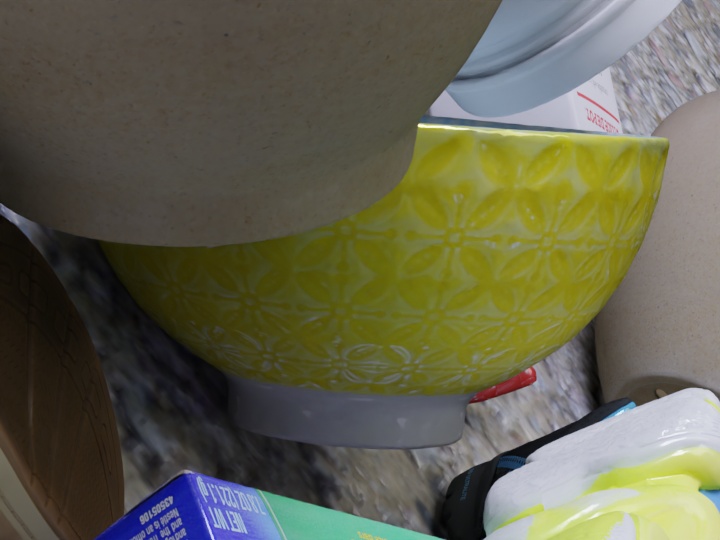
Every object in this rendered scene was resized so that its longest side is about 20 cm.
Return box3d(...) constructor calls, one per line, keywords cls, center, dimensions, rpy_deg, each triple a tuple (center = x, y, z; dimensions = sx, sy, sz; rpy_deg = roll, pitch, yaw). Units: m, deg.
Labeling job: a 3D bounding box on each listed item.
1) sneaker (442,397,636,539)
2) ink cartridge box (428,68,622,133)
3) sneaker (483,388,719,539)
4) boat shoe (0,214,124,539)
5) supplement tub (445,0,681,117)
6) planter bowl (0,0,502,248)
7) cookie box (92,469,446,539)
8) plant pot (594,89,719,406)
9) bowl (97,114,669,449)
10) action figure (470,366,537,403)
box3d(cls="sneaker", center=(0.068, 0.112, 0.780), dimensions=(0.073, 0.082, 0.200), rpy_deg=(45, 24, -21))
box3d(cls="ink cartridge box", center=(0.070, -0.100, 1.027), dimensions=(0.115, 0.068, 0.200), rpy_deg=(12, 66, -72))
box3d(cls="sneaker", center=(0.080, 0.106, 0.649), dimensions=(0.105, 0.076, 0.200), rpy_deg=(64, 24, -5))
box3d(cls="boat shoe", center=(-0.123, 0.014, 0.575), dimensions=(0.071, 0.064, 0.200), rpy_deg=(-87, 155, -45))
box3d(cls="supplement tub", center=(0.023, -0.166, 0.802), dimensions=(0.200, 0.144, 0.144), rpy_deg=(48, 21, -24))
box3d(cls="planter bowl", center=(-0.045, -0.089, 0.590), dimensions=(0.200, 0.200, 0.135), rpy_deg=(-74, 165, -64))
box3d(cls="cookie box", center=(0.013, 0.165, 0.593), dimensions=(0.171, 0.075, 0.200), rpy_deg=(23, 35, -53))
box3d(cls="plant pot", center=(0.184, 0.035, 1.033), dimensions=(0.200, 0.200, 0.135), rpy_deg=(47, 58, -11))
box3d(cls="bowl", center=(0.000, 0.000, 0.757), dimensions=(0.200, 0.200, 0.108), rpy_deg=(-5, 101, -65))
box3d(cls="action figure", center=(-0.004, -0.038, 0.919), dimensions=(0.065, 0.099, 0.200), rpy_deg=(-66, 138, -69))
